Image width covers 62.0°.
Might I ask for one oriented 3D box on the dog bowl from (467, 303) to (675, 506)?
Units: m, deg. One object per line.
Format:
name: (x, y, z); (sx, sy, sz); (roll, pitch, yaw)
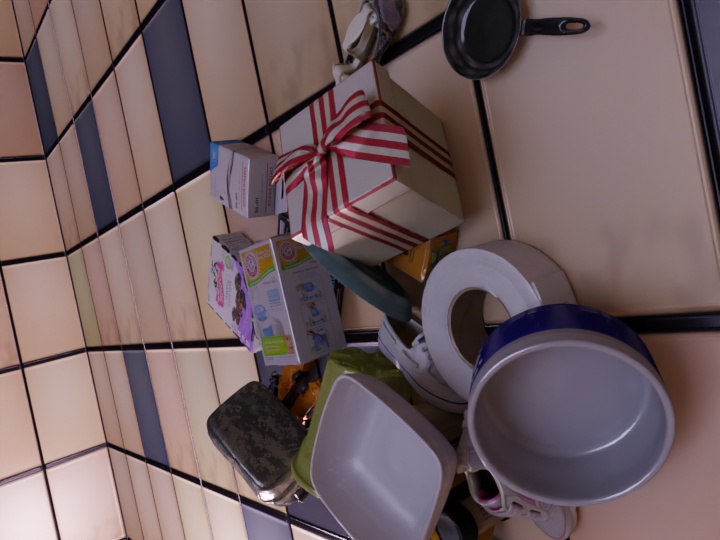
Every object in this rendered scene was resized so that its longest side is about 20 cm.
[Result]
dog bowl: (0.212, 0.141, 0.625); (0.196, 0.079, 0.204); (6, 115, 12)

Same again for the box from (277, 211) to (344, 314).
box: (-0.094, 0.014, 1.076); (0.158, 0.045, 0.204); (30, 122, 43)

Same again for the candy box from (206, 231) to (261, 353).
candy box: (-0.240, 0.041, 1.245); (0.199, 0.071, 0.171); (38, 127, 38)

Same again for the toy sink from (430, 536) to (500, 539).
toy sink: (0.107, 0.444, 0.824); (0.129, 0.197, 0.115); (6, 105, 50)

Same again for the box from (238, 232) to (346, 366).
box: (-0.113, 0.044, 0.992); (0.111, 0.100, 0.204); (-12, 92, 50)

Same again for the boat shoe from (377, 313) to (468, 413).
boat shoe: (0.094, 0.119, 0.853); (0.200, 0.070, 0.071); (42, 140, 45)

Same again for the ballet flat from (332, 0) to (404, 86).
ballet flat: (-0.005, -0.303, 0.861); (0.072, 0.071, 0.202); (52, 136, 27)

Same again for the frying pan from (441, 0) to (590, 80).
frying pan: (0.168, -0.290, 0.679); (0.188, 0.031, 0.117); (-10, 92, 48)

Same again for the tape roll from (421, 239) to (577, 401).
tape roll: (0.169, 0.066, 0.745); (0.201, 0.070, 0.207); (18, 113, 48)

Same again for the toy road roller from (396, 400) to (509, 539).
toy road roller: (0.112, 0.293, 0.839); (0.202, 0.121, 0.146); (62, 145, 18)

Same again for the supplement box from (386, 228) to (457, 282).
supplement box: (0.047, -0.056, 0.868); (0.199, 0.068, 0.068); (34, 125, 43)

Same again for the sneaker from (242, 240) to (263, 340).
sneaker: (-0.158, 0.042, 1.080); (0.076, 0.075, 0.204); (16, 123, 41)

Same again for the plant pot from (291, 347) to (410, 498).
plant pot: (0.001, 0.227, 0.924); (0.199, 0.198, 0.188); (18, 103, 47)

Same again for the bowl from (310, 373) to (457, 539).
bowl: (0.031, 0.245, 0.756); (0.199, 0.074, 0.203); (34, 118, 36)

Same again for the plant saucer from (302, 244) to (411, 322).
plant saucer: (0.000, 0.000, 0.861); (0.028, 0.199, 0.200); (-53, 54, 8)

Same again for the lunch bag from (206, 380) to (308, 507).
lunch bag: (-0.176, 0.329, 1.109); (0.199, 0.139, 0.169); (36, 150, 27)

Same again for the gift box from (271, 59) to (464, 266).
gift box: (0.014, -0.114, 0.736); (0.183, 0.185, 0.203); (-30, 58, 30)

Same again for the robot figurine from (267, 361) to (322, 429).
robot figurine: (-0.118, 0.242, 1.161); (0.146, 0.057, 0.201); (57, 137, 24)

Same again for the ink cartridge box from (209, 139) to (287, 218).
ink cartridge box: (-0.219, -0.176, 1.163); (0.199, 0.066, 0.118); (28, 120, 44)

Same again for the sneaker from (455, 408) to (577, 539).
sneaker: (0.181, 0.267, 0.735); (0.200, 0.088, 0.081); (46, 146, -5)
